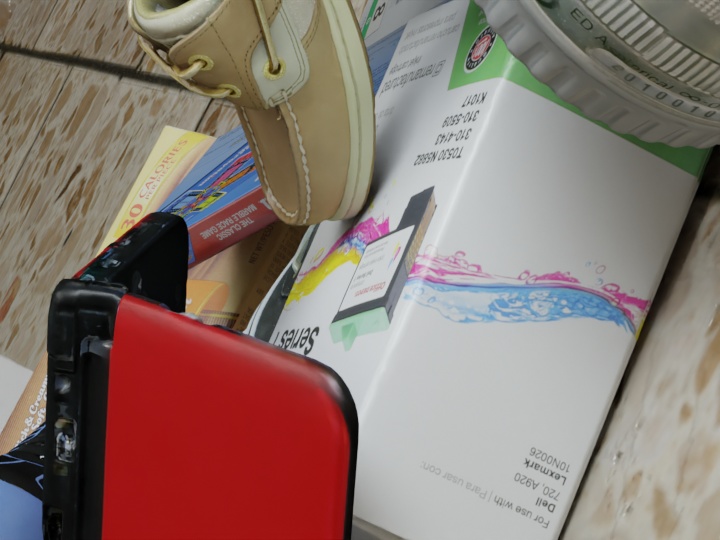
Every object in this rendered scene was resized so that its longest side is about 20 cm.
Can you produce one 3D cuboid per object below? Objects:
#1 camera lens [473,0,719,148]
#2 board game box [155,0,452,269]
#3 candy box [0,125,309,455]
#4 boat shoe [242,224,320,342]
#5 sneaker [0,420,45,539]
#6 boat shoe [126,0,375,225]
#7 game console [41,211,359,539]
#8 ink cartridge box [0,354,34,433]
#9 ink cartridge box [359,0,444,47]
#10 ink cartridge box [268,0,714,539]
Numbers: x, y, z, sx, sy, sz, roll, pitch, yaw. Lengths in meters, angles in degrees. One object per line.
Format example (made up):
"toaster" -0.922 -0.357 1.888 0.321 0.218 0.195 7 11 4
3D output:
"camera lens" 0.130 -0.137 0.682 0.200 0.160 0.160 -38 29 55
"board game box" -0.029 -0.051 1.066 0.200 0.019 0.103 -26 20 51
"candy box" -0.087 0.037 1.184 0.115 0.055 0.201 15 75 46
"boat shoe" 0.000 0.000 0.997 0.071 0.072 0.200 111 178 -48
"sneaker" -0.115 0.083 0.979 0.200 0.070 0.078 63 -132 -79
"boat shoe" -0.046 -0.096 0.837 0.066 0.201 0.074 -27 34 -20
"game console" -0.046 0.098 0.859 0.172 0.118 0.201 -51 -33 -71
"ink cartridge box" -0.215 0.163 1.308 0.200 0.144 0.147 -53 17 27
"ink cartridge box" 0.070 -0.173 1.138 0.200 0.050 0.161 -34 33 63
"ink cartridge box" 0.036 0.007 0.881 0.201 0.084 0.145 -67 16 -10
